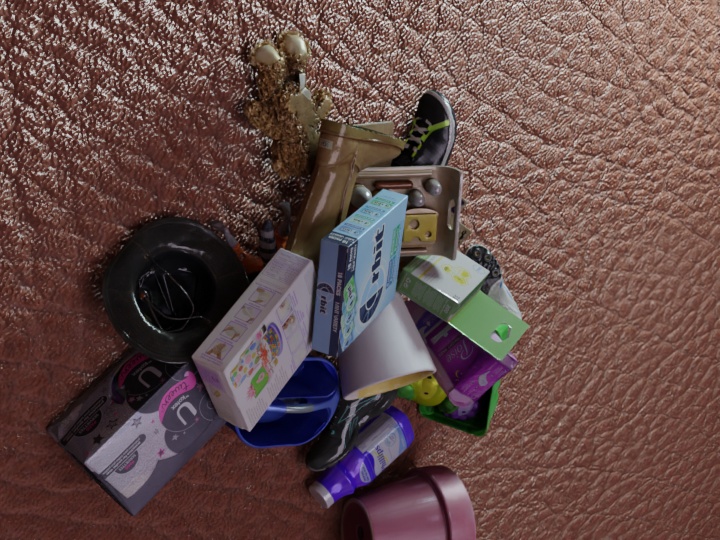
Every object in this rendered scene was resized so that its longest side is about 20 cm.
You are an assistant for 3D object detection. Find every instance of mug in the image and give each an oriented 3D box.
[{"bbox_3d":[0.019,0.110,1.684,0.149,0.187,0.154,-14,77,-18],"label":"mug"}]

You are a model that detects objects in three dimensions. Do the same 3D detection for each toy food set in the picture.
[{"bbox_3d":[0.052,-0.078,1.618,0.199,0.060,0.144,-2,111,-11],"label":"toy food set"}]

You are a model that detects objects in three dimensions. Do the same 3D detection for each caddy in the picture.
[{"bbox_3d":[-0.119,0.187,1.604,0.199,0.105,0.142,4,105,-44],"label":"caddy"}]

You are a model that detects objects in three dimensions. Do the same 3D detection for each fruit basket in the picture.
[{"bbox_3d":[0.153,0.178,1.841,0.215,0.155,0.217,-36,134,-49],"label":"fruit basket"}]

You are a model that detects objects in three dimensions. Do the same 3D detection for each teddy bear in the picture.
[{"bbox_3d":[-0.101,-0.228,1.485,0.145,0.067,0.200,-53,134,-34],"label":"teddy bear"}]

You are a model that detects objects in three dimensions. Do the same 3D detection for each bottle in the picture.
[{"bbox_3d":[0.001,0.313,1.799,0.200,0.065,0.084,-38,131,-25],"label":"bottle"}]

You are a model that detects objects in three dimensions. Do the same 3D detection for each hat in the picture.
[{"bbox_3d":[-0.248,0.035,1.424,0.200,0.081,0.202,9,67,-22],"label":"hat"}]

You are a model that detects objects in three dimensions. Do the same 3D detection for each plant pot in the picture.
[{"bbox_3d":[0.072,0.442,1.848,0.178,0.200,0.201,-2,109,-26],"label":"plant pot"}]

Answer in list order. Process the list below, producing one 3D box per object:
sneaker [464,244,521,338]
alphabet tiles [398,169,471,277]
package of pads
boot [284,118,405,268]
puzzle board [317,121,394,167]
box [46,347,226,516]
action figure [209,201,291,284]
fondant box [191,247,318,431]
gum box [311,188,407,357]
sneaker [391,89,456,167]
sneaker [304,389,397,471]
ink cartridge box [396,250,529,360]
[{"bbox_3d":[0.227,0.039,1.908,0.072,0.073,0.201,-27,115,-1],"label":"sneaker"},{"bbox_3d":[0.100,-0.061,1.728,0.167,0.008,0.200,-48,144,8],"label":"alphabet tiles"},{"bbox_3d":[0.149,0.108,1.740,0.120,0.200,0.076,-42,143,12],"label":"package of pads"},{"bbox_3d":[-0.025,-0.104,1.522,0.175,0.066,0.201,5,103,-49],"label":"boot"},{"bbox_3d":[-0.016,-0.122,1.636,0.150,0.017,0.201,-13,116,-41],"label":"puzzle board"},{"bbox_3d":[-0.289,0.198,1.444,0.200,0.115,0.132,-46,133,-20],"label":"box"},{"bbox_3d":[-0.156,0.020,1.507,0.200,0.104,0.194,-22,112,-36],"label":"action figure"},{"bbox_3d":[-0.126,0.091,1.431,0.200,0.058,0.145,-54,150,-29],"label":"fondant box"},{"bbox_3d":[0.000,0.000,1.507,0.200,0.044,0.171,-44,146,-55],"label":"gum box"},{"bbox_3d":[0.092,-0.178,1.672,0.083,0.072,0.201,-10,114,-42],"label":"sneaker"},{"bbox_3d":[-0.029,0.235,1.750,0.200,0.075,0.079,-48,113,-19],"label":"sneaker"},{"bbox_3d":[0.168,0.042,1.685,0.145,0.200,0.048,-38,157,-56],"label":"ink cartridge box"}]
